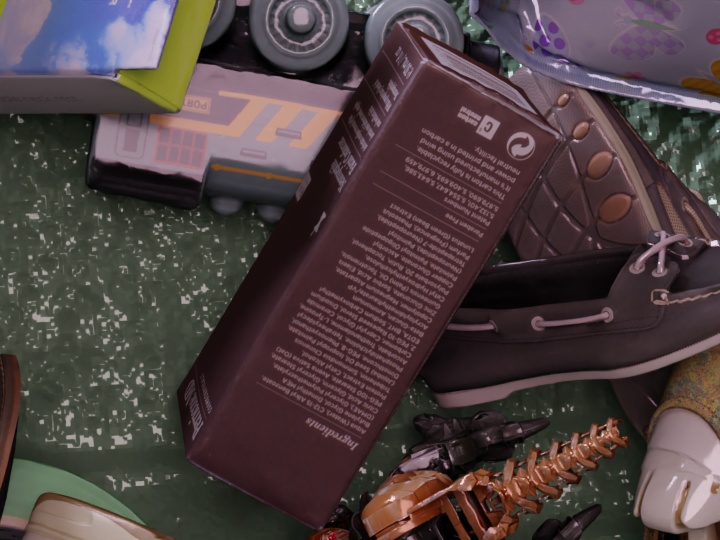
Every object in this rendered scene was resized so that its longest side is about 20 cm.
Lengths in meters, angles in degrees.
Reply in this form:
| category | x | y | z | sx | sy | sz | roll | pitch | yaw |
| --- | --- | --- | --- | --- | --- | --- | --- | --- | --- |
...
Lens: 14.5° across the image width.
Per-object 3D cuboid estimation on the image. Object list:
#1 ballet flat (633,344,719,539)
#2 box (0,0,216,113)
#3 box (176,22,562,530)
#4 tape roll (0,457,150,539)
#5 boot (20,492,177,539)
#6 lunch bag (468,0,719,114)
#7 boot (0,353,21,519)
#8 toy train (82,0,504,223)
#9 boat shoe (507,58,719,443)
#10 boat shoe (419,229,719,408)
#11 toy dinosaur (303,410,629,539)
| category | x | y | z | sx | sy | sz | roll | pitch | yaw |
| --- | --- | --- | --- | --- | --- | --- | --- | --- | --- |
| ballet flat | 0.145 | 0.121 | 1.235 | 0.071 | 0.071 | 0.200 | 0 | 106 | -8 |
| box | -0.128 | -0.131 | 1.236 | 0.048 | 0.200 | 0.122 | 30 | 71 | -45 |
| box | 0.000 | 0.000 | 1.222 | 0.075 | 0.100 | 0.200 | 27 | 99 | -12 |
| tape roll | -0.164 | 0.181 | 1.228 | 0.200 | 0.048 | 0.201 | 2 | 77 | -7 |
| boot | -0.088 | 0.188 | 1.140 | 0.200 | 0.072 | 0.155 | 19 | 74 | 37 |
| lunch bag | 0.143 | -0.167 | 1.278 | 0.200 | 0.127 | 0.170 | 9 | 44 | -3 |
| boot | -0.199 | 0.110 | 1.159 | 0.097 | 0.075 | 0.200 | 13 | 53 | -5 |
| toy train | -0.037 | -0.078 | 1.289 | 0.200 | 0.085 | 0.114 | 10 | 90 | -8 |
| boat shoe | 0.126 | -0.007 | 1.298 | 0.073 | 0.074 | 0.200 | -29 | 93 | -55 |
| boat shoe | 0.100 | 0.013 | 1.234 | 0.067 | 0.200 | 0.057 | -43 | 111 | -50 |
| toy dinosaur | 0.035 | 0.120 | 1.218 | 0.200 | 0.136 | 0.102 | -8 | 95 | 32 |
